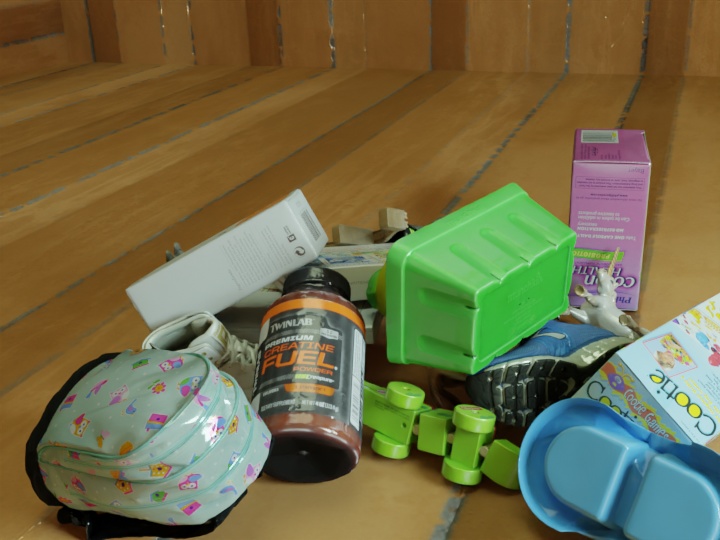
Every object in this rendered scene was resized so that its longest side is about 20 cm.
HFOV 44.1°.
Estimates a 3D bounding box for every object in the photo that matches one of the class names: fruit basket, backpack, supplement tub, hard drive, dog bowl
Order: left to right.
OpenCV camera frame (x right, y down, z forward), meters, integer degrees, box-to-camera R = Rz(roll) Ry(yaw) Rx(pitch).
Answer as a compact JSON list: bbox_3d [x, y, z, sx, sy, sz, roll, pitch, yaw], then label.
[{"bbox_3d":[-0.177,0.141,0.745,0.200,0.127,0.167,1,50,37],"label":"backpack"},{"bbox_3d":[-0.077,0.053,1.022,0.200,0.027,0.132,-1,15,8],"label":"hard drive"},{"bbox_3d":[-0.049,0.093,0.853,0.107,0.107,0.200,-1,50,3],"label":"supplement tub"},{"bbox_3d":[0.086,0.005,0.899,0.215,0.156,0.216,-1,30,0],"label":"fruit basket"},{"bbox_3d":[0.223,0.178,0.717,0.200,0.112,0.050,21,-1,44],"label":"dog bowl"}]

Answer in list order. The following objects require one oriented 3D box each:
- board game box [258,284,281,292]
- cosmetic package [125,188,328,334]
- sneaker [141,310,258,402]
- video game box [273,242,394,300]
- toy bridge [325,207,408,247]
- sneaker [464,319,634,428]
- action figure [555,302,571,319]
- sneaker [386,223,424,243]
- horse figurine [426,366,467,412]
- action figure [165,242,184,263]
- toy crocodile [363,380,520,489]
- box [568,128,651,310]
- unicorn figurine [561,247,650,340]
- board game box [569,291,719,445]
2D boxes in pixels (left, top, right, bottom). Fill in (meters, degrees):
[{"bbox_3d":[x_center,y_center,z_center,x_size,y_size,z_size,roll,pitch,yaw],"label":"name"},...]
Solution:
[{"bbox_3d":[-0.075,0.040,1.163,0.200,0.046,0.151,8,25,24],"label":"board game box"},{"bbox_3d":[-0.141,-0.007,0.965,0.200,0.071,0.101,-29,9,9],"label":"cosmetic package"},{"bbox_3d":[-0.124,0.094,0.923,0.200,0.116,0.074,-7,48,-1],"label":"sneaker"},{"bbox_3d":[0.000,0.000,1.079,0.200,0.047,0.182,-4,7,-14],"label":"video game box"},{"bbox_3d":[-0.008,-0.043,1.186,0.067,0.027,0.200,5,-16,-41],"label":"toy bridge"},{"bbox_3d":[0.181,0.096,0.891,0.200,0.079,0.089,-8,26,-32],"label":"sneaker"},{"bbox_3d":[0.155,0.034,1.089,0.200,0.105,0.193,-21,19,-40],"label":"action figure"},{"bbox_3d":[0.090,-0.028,1.222,0.199,0.071,0.083,-13,-22,13],"label":"sneaker"},{"bbox_3d":[0.119,0.097,0.937,0.132,0.050,0.200,30,37,8],"label":"horse figurine"},{"bbox_3d":[-0.155,-0.016,1.187,0.200,0.055,0.118,-1,18,3],"label":"action figure"},{"bbox_3d":[0.072,0.152,0.848,0.200,0.068,0.062,15,9,32],"label":"toy crocodile"},{"bbox_3d":[0.330,-0.074,1.199,0.097,0.200,0.176,3,23,14],"label":"box"},{"bbox_3d":[0.289,0.055,1.022,0.137,0.074,0.200,18,38,-47],"label":"unicorn figurine"},{"bbox_3d":[0.301,0.110,0.829,0.200,0.103,0.105,-20,63,-37],"label":"board game box"}]
